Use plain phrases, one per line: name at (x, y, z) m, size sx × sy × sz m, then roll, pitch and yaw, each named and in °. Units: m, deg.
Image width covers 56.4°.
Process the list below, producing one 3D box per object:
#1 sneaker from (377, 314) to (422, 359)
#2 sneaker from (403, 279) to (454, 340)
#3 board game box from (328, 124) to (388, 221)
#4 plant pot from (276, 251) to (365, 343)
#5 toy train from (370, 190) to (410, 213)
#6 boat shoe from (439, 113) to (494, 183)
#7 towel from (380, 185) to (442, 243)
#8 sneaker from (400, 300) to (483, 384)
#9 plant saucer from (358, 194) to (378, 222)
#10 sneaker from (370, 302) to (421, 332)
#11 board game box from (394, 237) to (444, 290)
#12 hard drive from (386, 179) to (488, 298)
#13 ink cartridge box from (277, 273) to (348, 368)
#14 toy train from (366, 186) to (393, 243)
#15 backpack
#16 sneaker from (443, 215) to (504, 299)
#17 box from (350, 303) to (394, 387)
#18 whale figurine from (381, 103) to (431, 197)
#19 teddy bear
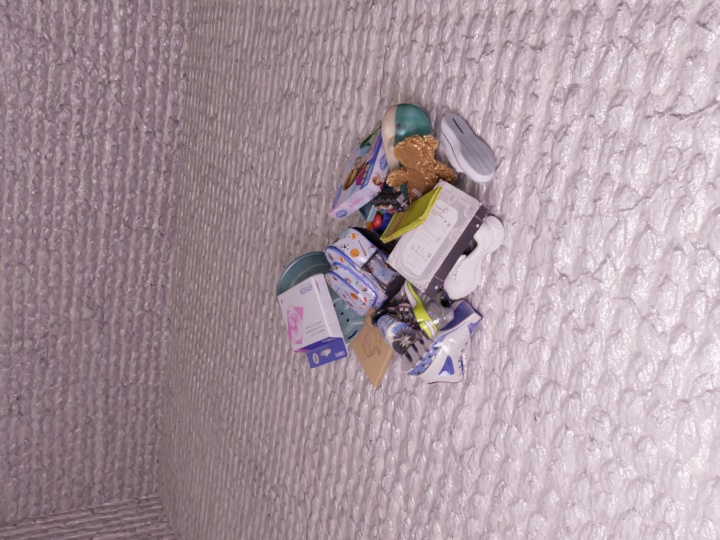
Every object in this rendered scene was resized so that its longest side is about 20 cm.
sneaker at (0.096, 0.151, 1.467) m, size 0.077 × 0.201 × 0.085 m, roll -45°, pitch 51°, yaw -7°
sneaker at (0.145, 0.067, 1.399) m, size 0.201 × 0.080 × 0.075 m, roll -106°, pitch -10°, yaw -59°
board game box at (0.010, -0.241, 1.628) m, size 0.199 × 0.041 × 0.203 m, roll -30°, pitch 37°, yaw 56°
plant pot at (-0.092, 0.086, 1.746) m, size 0.196 × 0.197 × 0.203 m, roll 44°, pitch 127°, yaw 48°
toy train at (0.064, -0.144, 1.432) m, size 0.034 × 0.046 × 0.200 m, roll -45°, pitch 14°, yaw -6°
boat shoe at (0.214, -0.233, 1.359) m, size 0.067 × 0.072 × 0.202 m, roll 101°, pitch 160°, yaw -46°
towel at (0.099, -0.112, 1.349) m, size 0.087 × 0.018 × 0.200 m, roll -63°, pitch 14°, yaw -18°
sneaker at (0.186, 0.164, 1.399) m, size 0.199 × 0.115 × 0.081 m, roll -46°, pitch 27°, yaw 11°
plant saucer at (0.016, -0.174, 1.628) m, size 0.200 × 0.019 × 0.071 m, roll -117°, pitch 48°, yaw -66°
sneaker at (0.102, 0.109, 1.511) m, size 0.198 × 0.085 × 0.082 m, roll -18°, pitch 77°, yaw 46°
board game box at (0.145, -0.041, 1.499) m, size 0.200 × 0.034 × 0.136 m, roll 47°, pitch 130°, yaw 48°
hard drive at (0.146, -0.065, 1.302) m, size 0.201 × 0.038 × 0.140 m, roll -56°, pitch 40°, yaw 7°
ink cartridge box at (-0.119, 0.130, 1.616) m, size 0.196 × 0.043 × 0.203 m, roll -28°, pitch 77°, yaw 54°
toy train at (0.031, -0.105, 1.653) m, size 0.200 × 0.083 × 0.117 m, roll -52°, pitch 38°, yaw 47°
backpack at (0.000, 0.000, 1.549) m, size 0.191 × 0.153 × 0.200 m, roll 49°, pitch 160°, yaw 8°
sneaker at (0.201, -0.022, 1.339) m, size 0.078 × 0.098 × 0.202 m, roll 48°, pitch 132°, yaw 33°
box at (0.038, 0.165, 1.699) m, size 0.164 × 0.021 × 0.202 m, roll 57°, pitch 138°, yaw 42°
whale figurine at (0.109, -0.265, 1.483) m, size 0.102 × 0.159 × 0.204 m, roll -3°, pitch 94°, yaw 18°
teddy bear at (0.131, -0.193, 1.412) m, size 0.143 × 0.067 × 0.201 m, roll -21°, pitch 117°, yaw 33°
